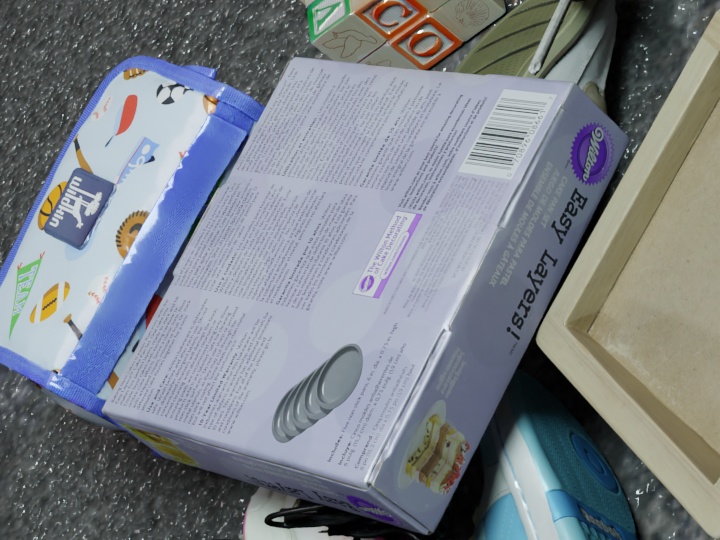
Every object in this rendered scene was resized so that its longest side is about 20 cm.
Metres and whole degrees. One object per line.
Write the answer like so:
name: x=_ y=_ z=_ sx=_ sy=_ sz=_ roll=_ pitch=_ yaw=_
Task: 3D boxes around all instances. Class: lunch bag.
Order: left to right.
lunch bag: x=-0.102 y=-0.007 z=1.235 sx=0.170 sy=0.124 sz=0.200 roll=-61 pitch=1 yaw=-5

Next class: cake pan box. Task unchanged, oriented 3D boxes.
cake pan box: x=0.000 y=0.000 z=1.076 sx=0.184 sy=0.052 sz=0.200 roll=9 pitch=67 yaw=46

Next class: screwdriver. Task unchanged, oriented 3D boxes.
screwdriver: x=0.090 y=-0.122 z=1.124 sx=0.028 sy=0.029 sz=0.200 roll=-13 pitch=14 yaw=18

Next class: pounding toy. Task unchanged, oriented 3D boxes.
pounding toy: x=0.187 y=-0.006 z=0.993 sx=0.184 sy=0.142 sz=0.200 roll=-62 pitch=32 yaw=15

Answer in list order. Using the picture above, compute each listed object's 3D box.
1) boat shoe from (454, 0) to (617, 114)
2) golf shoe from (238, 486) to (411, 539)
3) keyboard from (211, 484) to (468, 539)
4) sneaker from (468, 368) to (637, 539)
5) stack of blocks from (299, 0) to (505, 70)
boat shoe: x=0.079 y=-0.063 z=1.191 sx=0.075 sy=0.068 sz=0.200 roll=-19 pitch=30 yaw=45
golf shoe: x=-0.007 y=0.081 z=1.180 sx=0.092 sy=0.075 sz=0.200 roll=-20 pitch=55 yaw=26
keyboard: x=-0.020 y=0.133 z=1.054 sx=0.200 sy=0.040 sz=0.104 roll=-5 pitch=62 yaw=51
sneaker: x=0.051 y=0.140 z=1.053 sx=0.131 sy=0.080 sz=0.200 roll=-37 pitch=39 yaw=20
stack of blocks: x=0.005 y=-0.189 z=1.381 sx=0.115 sy=0.059 sz=0.200 roll=-34 pitch=41 yaw=25
